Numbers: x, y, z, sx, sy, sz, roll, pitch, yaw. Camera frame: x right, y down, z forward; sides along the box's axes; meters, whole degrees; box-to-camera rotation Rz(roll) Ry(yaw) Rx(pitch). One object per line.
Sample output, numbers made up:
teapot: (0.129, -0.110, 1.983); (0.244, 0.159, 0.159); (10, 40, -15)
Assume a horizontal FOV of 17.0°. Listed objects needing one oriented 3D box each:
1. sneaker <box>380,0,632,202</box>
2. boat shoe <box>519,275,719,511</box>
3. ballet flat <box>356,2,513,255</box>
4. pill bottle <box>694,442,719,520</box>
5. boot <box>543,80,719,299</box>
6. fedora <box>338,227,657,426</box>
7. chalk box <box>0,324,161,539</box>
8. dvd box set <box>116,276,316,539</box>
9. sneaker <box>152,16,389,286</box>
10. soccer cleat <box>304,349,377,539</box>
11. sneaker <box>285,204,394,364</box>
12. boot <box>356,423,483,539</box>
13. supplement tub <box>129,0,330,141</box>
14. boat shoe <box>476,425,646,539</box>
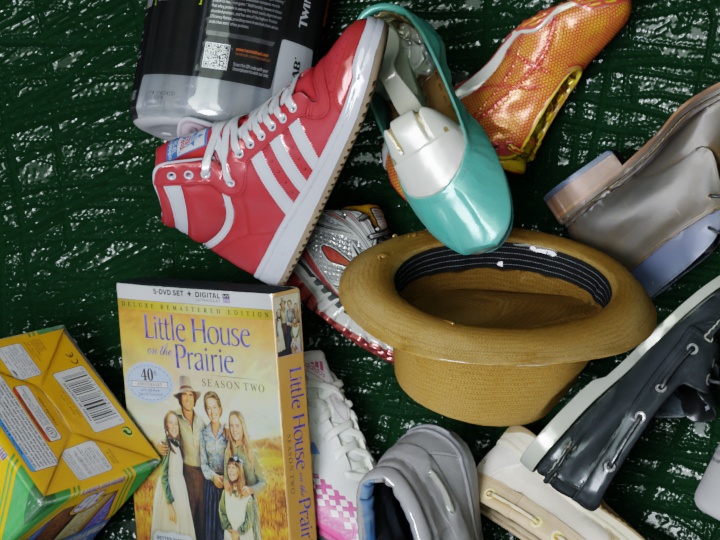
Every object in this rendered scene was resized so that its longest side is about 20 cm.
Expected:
sneaker: (0.106, -0.109, 1.582); (0.200, 0.073, 0.077); (-41, 73, 18)
boat shoe: (0.191, 0.075, 1.507); (0.199, 0.075, 0.066); (-39, 76, -23)
ballet flat: (0.035, -0.094, 1.522); (0.067, 0.070, 0.201); (-37, 49, 19)
pill bottle: (0.296, 0.080, 1.473); (0.114, 0.114, 0.201); (27, 90, 18)
boot: (0.224, -0.060, 1.544); (0.200, 0.075, 0.097); (-33, 84, 19)
fedora: (0.083, 0.041, 1.491); (0.200, 0.201, 0.082); (15, 118, 17)
chalk box: (-0.254, 0.151, 1.596); (0.125, 0.124, 0.200); (52, 121, 17)
dvd box set: (-0.093, 0.107, 1.566); (0.146, 0.029, 0.201); (4, 102, 41)
sneaker: (-0.062, -0.088, 1.503); (0.112, 0.071, 0.200); (25, 121, -2)
soccer cleat: (-0.030, 0.107, 1.579); (0.200, 0.070, 0.087); (40, 109, 19)
sneaker: (0.000, 0.000, 1.588); (0.200, 0.078, 0.082); (37, 91, 17)
boot: (0.041, 0.203, 1.506); (0.073, 0.096, 0.201); (-7, 103, 32)
supplement tub: (-0.081, -0.184, 1.615); (0.122, 0.123, 0.201); (8, 85, 17)
boat shoe: (0.144, 0.186, 1.519); (0.069, 0.074, 0.200); (-43, 63, -7)
